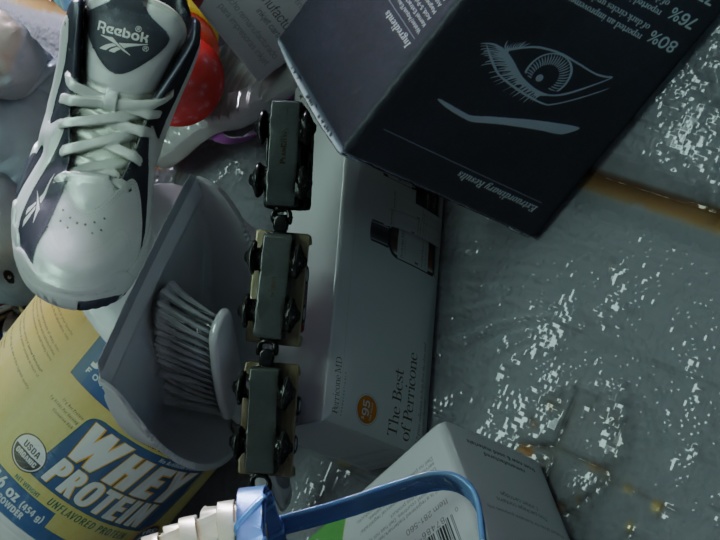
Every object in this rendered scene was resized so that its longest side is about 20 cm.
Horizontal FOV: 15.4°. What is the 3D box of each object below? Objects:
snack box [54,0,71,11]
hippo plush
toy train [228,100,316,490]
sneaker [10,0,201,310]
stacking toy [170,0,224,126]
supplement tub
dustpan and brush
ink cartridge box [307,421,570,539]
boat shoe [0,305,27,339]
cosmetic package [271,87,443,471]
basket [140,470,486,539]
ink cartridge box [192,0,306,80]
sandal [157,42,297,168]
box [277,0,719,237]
[{"bbox_3d":[-0.116,-0.229,1.622,0.116,0.199,0.037,47,153,48],"label":"snack box"},{"bbox_3d":[-0.239,-0.058,1.642,0.158,0.200,0.162,-6,76,28],"label":"hippo plush"},{"bbox_3d":[-0.043,0.013,1.370,0.034,0.046,0.201,4,88,8],"label":"toy train"},{"bbox_3d":[-0.134,-0.086,1.410,0.130,0.079,0.200,101,-174,-48],"label":"sneaker"},{"bbox_3d":[-0.114,-0.146,1.608,0.085,0.085,0.200,-49,27,21],"label":"stacking toy"},{"bbox_3d":[-0.134,0.064,1.521,0.200,0.144,0.145,-50,42,21],"label":"supplement tub"},{"bbox_3d":[-0.073,0.065,1.403,0.057,0.201,0.140,12,55,16],"label":"dustpan and brush"},{"bbox_3d":[0.045,0.201,1.300,0.146,0.084,0.201,-42,46,25],"label":"ink cartridge box"},{"bbox_3d":[-0.204,0.048,1.675,0.199,0.059,0.072,-24,55,40],"label":"boat shoe"},{"bbox_3d":[0.000,0.000,1.449,0.050,0.082,0.201,-16,62,44],"label":"cosmetic package"},{"bbox_3d":[-0.027,0.189,1.222,0.199,0.139,0.177,-11,53,-2],"label":"basket"},{"bbox_3d":[-0.024,-0.226,1.484,0.200,0.147,0.083,-36,42,6],"label":"ink cartridge box"},{"bbox_3d":[-0.065,-0.105,1.603,0.202,0.050,0.083,-17,45,58],"label":"sandal"},{"bbox_3d":[0.080,-0.138,1.371,0.200,0.148,0.105,-50,42,20],"label":"box"}]
